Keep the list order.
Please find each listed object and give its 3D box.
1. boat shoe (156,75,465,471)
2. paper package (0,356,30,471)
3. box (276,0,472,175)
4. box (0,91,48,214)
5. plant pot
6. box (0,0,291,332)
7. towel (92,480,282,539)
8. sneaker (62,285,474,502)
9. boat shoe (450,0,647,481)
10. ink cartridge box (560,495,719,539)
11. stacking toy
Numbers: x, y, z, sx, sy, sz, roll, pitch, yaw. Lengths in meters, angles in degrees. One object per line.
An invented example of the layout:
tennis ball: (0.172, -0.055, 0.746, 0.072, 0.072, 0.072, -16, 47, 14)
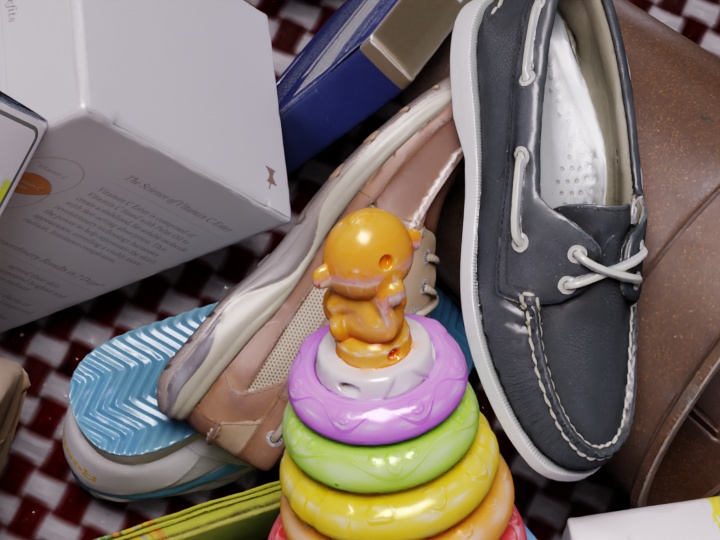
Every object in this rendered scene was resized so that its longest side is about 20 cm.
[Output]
boat shoe: (0.000, 0.000, 0.908, 0.072, 0.076, 0.200, 42, 97, -1)
paper package: (-0.244, 0.071, 0.837, 0.199, 0.191, 0.104, 18, 97, -6)
box: (0.005, -0.106, 0.996, 0.032, 0.200, 0.121, 42, 64, -10)
box: (-0.229, -0.054, 0.859, 0.199, 0.060, 0.117, 29, 92, 36)
plant pot: (0.121, -0.023, 0.971, 0.200, 0.201, 0.198, -42, 68, -18)
box: (-0.155, -0.059, 0.944, 0.199, 0.152, 0.107, -20, 64, 26)
towel: (-0.078, 0.113, 0.917, 0.199, 0.086, 0.018, -15, 76, -33)
sneaker: (-0.042, 0.052, 0.988, 0.199, 0.081, 0.077, -12, 66, -21)
boat shoe: (0.080, -0.020, 0.845, 0.075, 0.060, 0.201, -6, 82, -40)
ink cartridge box: (0.145, 0.145, 0.933, 0.198, 0.117, 0.068, -8, 65, -7)
stacking toy: (0.008, 0.059, 0.827, 0.115, 0.201, 0.110, -22, 38, -18)
